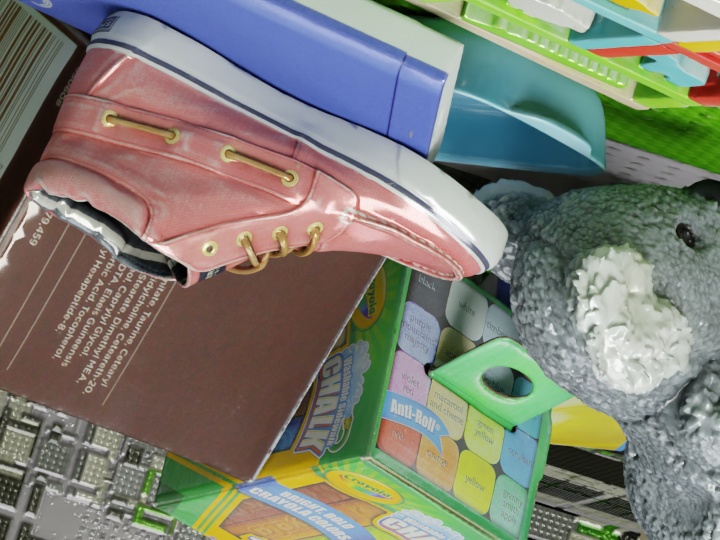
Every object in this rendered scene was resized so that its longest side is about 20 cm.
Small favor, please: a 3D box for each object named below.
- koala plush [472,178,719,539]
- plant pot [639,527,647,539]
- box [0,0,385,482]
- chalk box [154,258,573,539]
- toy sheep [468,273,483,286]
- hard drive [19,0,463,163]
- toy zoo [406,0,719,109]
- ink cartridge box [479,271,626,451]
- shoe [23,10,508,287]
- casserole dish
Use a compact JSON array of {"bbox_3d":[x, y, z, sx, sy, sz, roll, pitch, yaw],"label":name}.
[{"bbox_3d":[0.144,0.032,1.278,0.200,0.184,0.177,32,-172,-29],"label":"koala plush"},{"bbox_3d":[0.301,0.132,1.671,0.200,0.200,0.177,22,159,-33],"label":"plant pot"},{"bbox_3d":[-0.121,-0.027,1.379,0.200,0.164,0.166,25,-171,-38],"label":"box"},{"bbox_3d":[0.016,0.076,1.439,0.200,0.124,0.124,-16,140,43],"label":"chalk box"},{"bbox_3d":[0.000,0.000,1.593,0.200,0.138,0.138,-4,173,-5],"label":"toy sheep"},{"bbox_3d":[-0.056,-0.106,1.202,0.200,0.025,0.132,25,164,5],"label":"hard drive"},{"bbox_3d":[0.119,-0.095,1.091,0.131,0.020,0.200,22,171,-30],"label":"toy zoo"},{"bbox_3d":[0.148,0.044,1.535,0.197,0.047,0.200,8,156,-14],"label":"ink cartridge box"},{"bbox_3d":[-0.041,-0.025,1.218,0.200,0.091,0.071,28,164,-7],"label":"shoe"},{"bbox_3d":[0.028,-0.083,1.294,0.121,0.039,0.200,24,170,-41],"label":"casserole dish"}]
